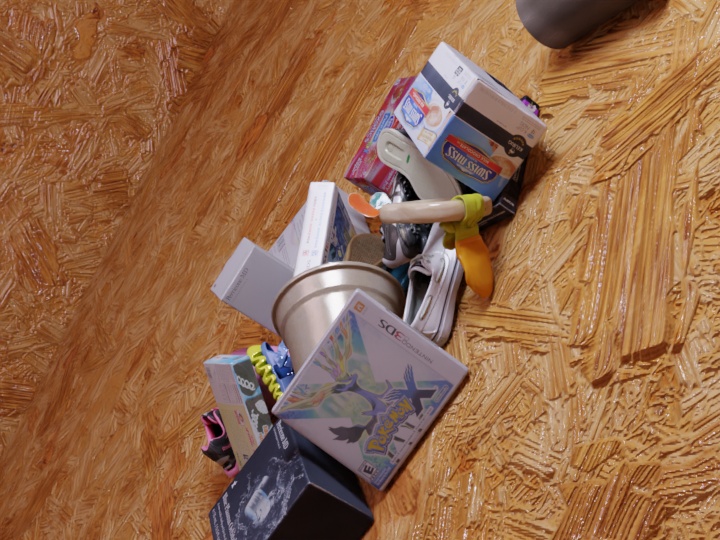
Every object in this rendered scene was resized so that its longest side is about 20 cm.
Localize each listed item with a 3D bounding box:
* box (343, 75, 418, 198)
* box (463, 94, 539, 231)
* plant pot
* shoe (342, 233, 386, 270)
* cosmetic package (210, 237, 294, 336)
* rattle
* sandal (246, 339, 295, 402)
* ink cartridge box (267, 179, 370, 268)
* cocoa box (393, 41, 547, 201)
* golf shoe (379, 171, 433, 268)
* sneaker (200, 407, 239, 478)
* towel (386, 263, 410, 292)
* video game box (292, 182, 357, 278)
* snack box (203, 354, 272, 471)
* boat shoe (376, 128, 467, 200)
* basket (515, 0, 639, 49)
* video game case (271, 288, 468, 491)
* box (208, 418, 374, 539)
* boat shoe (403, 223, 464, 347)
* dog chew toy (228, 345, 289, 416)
[{"bbox_3d":[0.071,-0.215,1.926,0.201,0.099,0.095,-61,24,-7],"label":"box"},{"bbox_3d":[0.189,-0.147,1.694,0.143,0.036,0.202,-27,38,51],"label":"box"},{"bbox_3d":[-0.020,0.123,1.623,0.200,0.199,0.185,-43,40,31],"label":"plant pot"},{"bbox_3d":[0.000,0.000,1.762,0.200,0.069,0.054,-58,-10,-60],"label":"shoe"},{"bbox_3d":[-0.132,0.046,1.889,0.108,0.199,0.085,-58,23,0],"label":"cosmetic package"},{"bbox_3d":[0.084,-0.042,1.592,0.198,0.144,0.130,-5,22,21],"label":"rattle"},{"bbox_3d":[-0.092,0.169,1.738,0.087,0.080,0.200,-39,64,2],"label":"sandal"},{"bbox_3d":[-0.081,-0.040,2.034,0.201,0.087,0.146,-53,24,16],"label":"ink cartridge box"},{"bbox_3d":[0.151,-0.214,1.638,0.132,0.133,0.200,-54,24,15],"label":"cocoa box"},{"bbox_3d":[0.062,-0.087,1.772,0.094,0.077,0.201,-41,26,33],"label":"golf shoe"},{"bbox_3d":[-0.224,0.251,1.958,0.079,0.095,0.201,-44,26,32],"label":"sneaker"},{"bbox_3d":[0.074,-0.041,1.814,0.201,0.022,0.146,-60,23,-6],"label":"towel"},{"bbox_3d":[-0.048,-0.006,1.773,0.046,0.200,0.184,3,63,16],"label":"video game box"},{"bbox_3d":[-0.178,0.231,1.793,0.037,0.202,0.116,-21,8,-28],"label":"snack box"},{"bbox_3d":[0.103,-0.153,1.715,0.200,0.067,0.072,47,125,41],"label":"boat shoe"},{"bbox_3d":[0.325,-0.417,1.637,0.200,0.135,0.182,-35,37,49],"label":"basket"},{"bbox_3d":[0.012,0.157,1.503,0.201,0.182,0.022,-55,1,8],"label":"video game case"},{"bbox_3d":[-0.101,0.337,1.583,0.201,0.117,0.197,-53,24,9],"label":"box"},{"bbox_3d":[0.101,0.005,1.608,0.073,0.066,0.202,-30,45,48],"label":"boat shoe"},{"bbox_3d":[-0.149,0.179,1.874,0.199,0.124,0.126,-19,44,45],"label":"dog chew toy"}]
